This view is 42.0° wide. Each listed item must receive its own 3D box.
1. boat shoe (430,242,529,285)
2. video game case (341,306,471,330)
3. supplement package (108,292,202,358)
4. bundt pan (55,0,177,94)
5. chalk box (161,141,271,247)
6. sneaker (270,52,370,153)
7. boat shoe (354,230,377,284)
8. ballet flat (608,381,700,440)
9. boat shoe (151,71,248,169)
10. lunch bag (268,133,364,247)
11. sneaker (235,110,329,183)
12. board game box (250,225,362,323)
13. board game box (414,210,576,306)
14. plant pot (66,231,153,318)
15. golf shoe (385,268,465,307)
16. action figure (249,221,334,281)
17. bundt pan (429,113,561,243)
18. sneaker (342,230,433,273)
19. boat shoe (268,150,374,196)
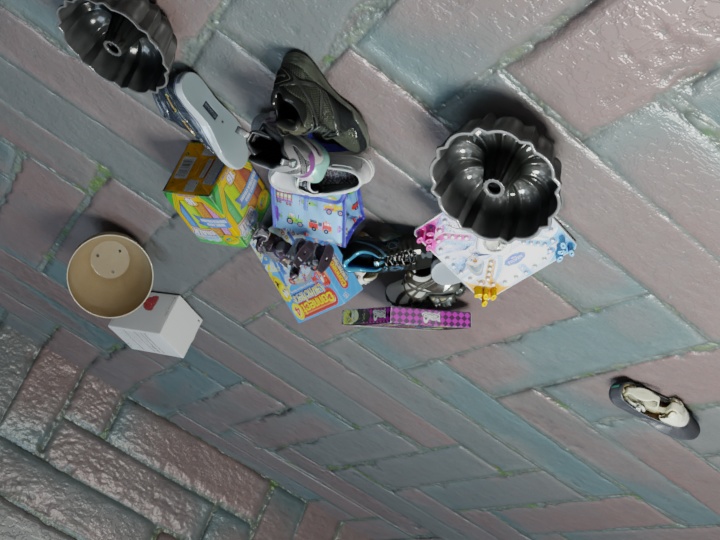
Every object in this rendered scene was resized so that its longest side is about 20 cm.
[{"bbox_3d":[0.217,-0.028,1.618,0.195,0.069,0.074,-17,126,18],"label":"boat shoe"},{"bbox_3d":[0.090,0.096,1.858,0.196,0.037,0.180,6,173,-32],"label":"video game case"},{"bbox_3d":[-0.541,0.138,2.480,0.196,0.123,0.120,5,147,33],"label":"supplement package"},{"bbox_3d":[-0.377,-0.378,1.488,0.198,0.077,0.203,19,152,10],"label":"bundt pan"},{"bbox_3d":[-0.258,-0.129,1.777,0.122,0.127,0.201,8,149,30],"label":"chalk box"},{"bbox_3d":[-0.068,-0.229,1.456,0.075,0.116,0.199,-2,145,43],"label":"sneaker"},{"bbox_3d":[0.000,0.000,1.844,0.068,0.072,0.201,26,152,0],"label":"boat shoe"},{"bbox_3d":[0.584,0.272,1.842,0.197,0.074,0.073,26,153,4],"label":"ballet flat"},{"bbox_3d":[-0.276,-0.258,1.632,0.090,0.071,0.202,1,138,40],"label":"boat shoe"},{"bbox_3d":[-0.079,-0.160,1.638,0.148,0.095,0.203,16,137,19],"label":"lunch bag"},{"bbox_3d":[-0.151,-0.212,1.493,0.138,0.079,0.199,8,-160,-45],"label":"sneaker"},{"bbox_3d":[-0.111,-0.012,1.845,0.198,0.056,0.199,58,146,-4],"label":"board game box"},{"bbox_3d":[0.221,-0.046,1.537,0.198,0.026,0.199,-32,122,29],"label":"board game box"},{"bbox_3d":[-0.595,-0.006,2.235,0.199,0.201,0.135,37,-174,-23],"label":"plant pot"},{"bbox_3d":[0.113,0.016,1.797,0.198,0.078,0.096,-7,118,48],"label":"golf shoe"},{"bbox_3d":[-0.138,-0.034,1.721,0.129,0.071,0.198,33,166,-33],"label":"action figure"},{"bbox_3d":[0.205,-0.143,1.372,0.198,0.076,0.205,16,137,15],"label":"bundt pan"},{"bbox_3d":[0.061,-0.022,1.698,0.195,0.082,0.075,-6,112,18],"label":"sneaker"},{"bbox_3d":[-0.073,-0.152,1.548,0.196,0.069,0.073,4,121,23],"label":"boat shoe"}]
